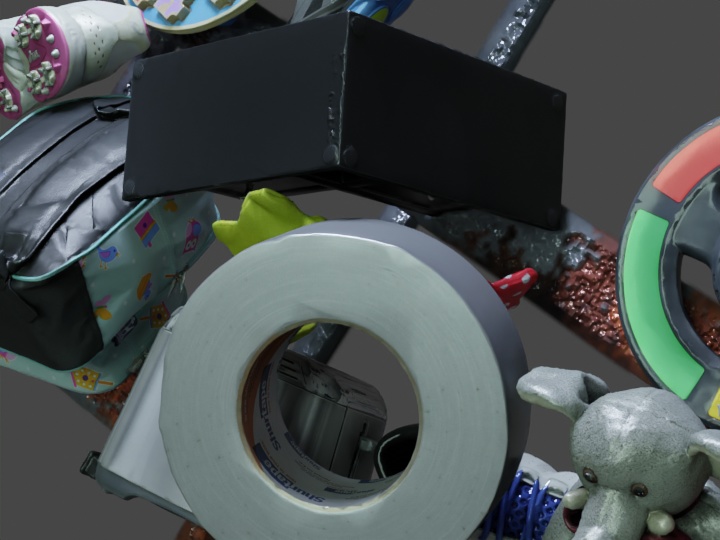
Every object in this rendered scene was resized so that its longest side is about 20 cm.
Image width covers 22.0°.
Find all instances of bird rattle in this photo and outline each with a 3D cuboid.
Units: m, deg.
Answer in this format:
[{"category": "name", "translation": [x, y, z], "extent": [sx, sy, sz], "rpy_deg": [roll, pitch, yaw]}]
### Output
[{"category": "bird rattle", "translation": [0.000, 0.000, 1.142], "extent": [0.163, 0.199, 0.113], "rpy_deg": [-138, 53, -67]}]

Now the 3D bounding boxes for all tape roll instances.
[{"category": "tape roll", "translation": [-0.009, 0.074, 1.021], "extent": [0.199, 0.066, 0.202], "rpy_deg": [2, 98, 15]}]

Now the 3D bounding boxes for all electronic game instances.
[{"category": "electronic game", "translation": [0.242, -0.001, 1.071], "extent": [0.199, 0.042, 0.201], "rpy_deg": [-6, 77, 29]}]

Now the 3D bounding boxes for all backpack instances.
[{"category": "backpack", "translation": [-0.191, -0.024, 1.246], "extent": [0.175, 0.154, 0.200], "rpy_deg": [13, 49, 33]}]

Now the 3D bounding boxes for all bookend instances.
[{"category": "bookend", "translation": [-0.010, -0.079, 1.161], "extent": [0.199, 0.198, 0.093], "rpy_deg": [-5, 77, 44]}]

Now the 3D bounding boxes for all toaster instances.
[{"category": "toaster", "translation": [-0.077, 0.107, 1.189], "extent": [0.199, 0.114, 0.130], "rpy_deg": [21, 86, 31]}]

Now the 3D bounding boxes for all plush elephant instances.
[{"category": "plush elephant", "translation": [0.150, 0.131, 0.963], "extent": [0.164, 0.155, 0.201], "rpy_deg": [10, 66, 40]}]

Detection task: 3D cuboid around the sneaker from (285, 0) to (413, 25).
[{"category": "sneaker", "translation": [0.001, -0.201, 1.230], "extent": [0.083, 0.071, 0.200], "rpy_deg": [47, 106, 22]}]

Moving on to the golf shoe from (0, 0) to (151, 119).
[{"category": "golf shoe", "translation": [-0.218, -0.154, 1.333], "extent": [0.200, 0.091, 0.076], "rpy_deg": [5, 111, 60]}]

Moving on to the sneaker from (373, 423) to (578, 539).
[{"category": "sneaker", "translation": [0.084, 0.141, 1.087], "extent": [0.199, 0.115, 0.081], "rpy_deg": [20, 91, 30]}]

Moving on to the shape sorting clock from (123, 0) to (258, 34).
[{"category": "shape sorting clock", "translation": [-0.098, -0.258, 1.297], "extent": [0.199, 0.039, 0.201], "rpy_deg": [-19, 60, 35]}]
